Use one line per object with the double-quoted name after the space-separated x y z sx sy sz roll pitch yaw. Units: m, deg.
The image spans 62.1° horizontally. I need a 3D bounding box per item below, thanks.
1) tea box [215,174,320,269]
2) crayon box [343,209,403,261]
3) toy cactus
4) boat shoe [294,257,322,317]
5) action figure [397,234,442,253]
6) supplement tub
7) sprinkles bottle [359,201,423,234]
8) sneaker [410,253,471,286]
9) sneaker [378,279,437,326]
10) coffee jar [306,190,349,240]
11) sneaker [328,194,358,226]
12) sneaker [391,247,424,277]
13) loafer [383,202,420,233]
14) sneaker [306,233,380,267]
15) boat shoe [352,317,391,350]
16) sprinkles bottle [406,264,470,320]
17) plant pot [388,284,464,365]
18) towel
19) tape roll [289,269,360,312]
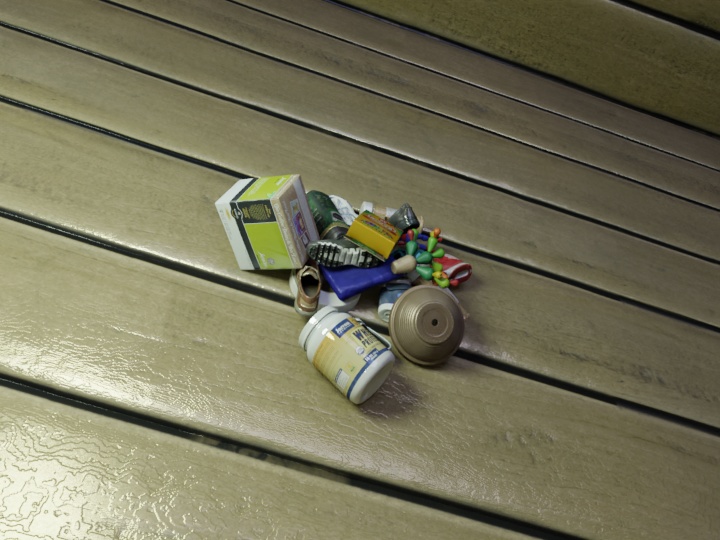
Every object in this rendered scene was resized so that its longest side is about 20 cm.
-0.233 -0.121 1.536 0.193 0.203 0.134 0 34 24 "tea box"
0.039 -0.095 1.577 0.126 0.051 0.200 30 19 2 "crayon box"
0.160 -0.028 1.568 0.163 0.103 0.202 -16 68 -24 "toy cactus"
-0.127 0.025 1.517 0.074 0.072 0.202 8 43 -15 "boat shoe"
0.156 -0.100 1.793 0.197 0.099 0.066 14 83 -12 "action figure"
-0.034 0.190 1.380 0.199 0.146 0.144 39 44 20 "supplement tub"
0.096 -0.159 1.858 0.196 0.069 0.069 12 41 -11 "sprinkles bottle"
0.218 0.008 1.762 0.197 0.080 0.115 -10 25 -22 "sneaker"
0.147 0.084 1.619 0.196 0.081 0.148 14 45 0 "sneaker"
-0.095 -0.134 1.718 0.103 0.086 0.201 13 35 -48 "coffee jar"
-0.056 -0.153 1.795 0.199 0.076 0.088 37 43 18 "sneaker"
0.122 -0.025 1.728 0.198 0.080 0.078 -18 54 -37 "sneaker"
0.088 -0.122 1.732 0.072 0.199 0.073 0 67 -47 "loafer"
-0.050 -0.055 1.560 0.197 0.067 0.091 5 32 -21 "sneaker"
-0.008 0.154 1.487 0.199 0.069 0.072 39 43 19 "boat shoe"
0.212 0.067 1.636 0.201 0.068 0.068 51 46 7 "sprinkles bottle"
0.173 0.133 1.491 0.197 0.093 0.205 1 81 -8 "plant pot"
0.000 0.000 1.598 0.197 0.050 0.148 -20 49 -22 "towel"
-0.092 0.033 1.607 0.199 0.037 0.205 12 43 -11 "tape roll"
